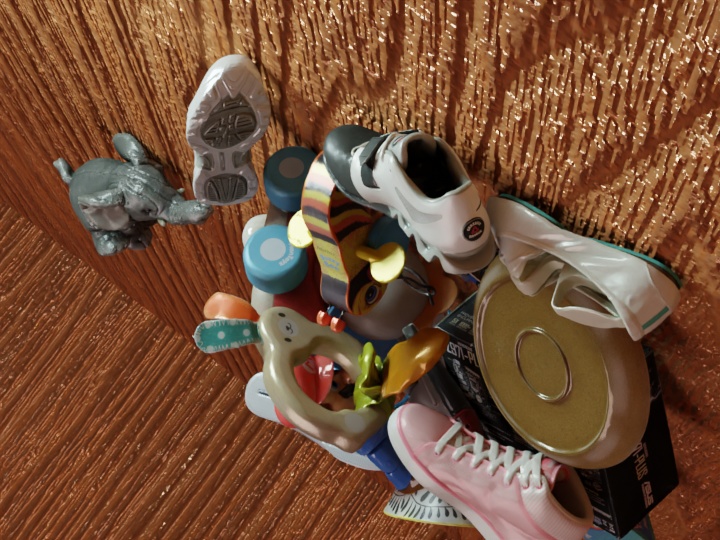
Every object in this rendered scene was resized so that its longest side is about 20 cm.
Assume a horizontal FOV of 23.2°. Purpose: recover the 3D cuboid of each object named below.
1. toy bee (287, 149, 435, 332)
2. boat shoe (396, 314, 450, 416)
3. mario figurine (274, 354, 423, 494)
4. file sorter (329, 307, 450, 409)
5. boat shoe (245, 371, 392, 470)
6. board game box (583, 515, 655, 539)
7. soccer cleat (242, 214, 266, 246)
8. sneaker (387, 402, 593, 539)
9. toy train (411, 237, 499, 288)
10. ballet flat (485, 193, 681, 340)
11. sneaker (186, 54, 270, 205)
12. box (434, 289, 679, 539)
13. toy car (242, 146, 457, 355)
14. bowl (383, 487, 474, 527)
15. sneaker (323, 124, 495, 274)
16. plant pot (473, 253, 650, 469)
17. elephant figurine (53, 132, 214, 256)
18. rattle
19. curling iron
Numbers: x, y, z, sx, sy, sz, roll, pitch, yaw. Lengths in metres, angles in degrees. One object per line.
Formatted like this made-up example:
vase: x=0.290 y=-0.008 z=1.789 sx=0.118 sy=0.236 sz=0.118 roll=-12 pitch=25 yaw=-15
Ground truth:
toy bee: x=-0.002 y=-0.004 z=1.528 sx=0.200 sy=0.109 sz=0.130 roll=48 pitch=158 yaw=-25
boat shoe: x=0.075 y=0.111 z=1.779 sx=0.072 sy=0.068 sz=0.202 roll=-103 pitch=-9 yaw=-76
mario figurine: x=0.004 y=0.134 z=1.706 sx=0.199 sy=0.107 sz=0.123 roll=37 pitch=162 yaw=-34
file sorter: x=0.043 y=0.098 z=1.913 sx=0.122 sy=0.139 sz=0.200 roll=26 pitch=164 yaw=32
boat shoe: x=-0.027 y=0.154 z=1.862 sx=0.198 sy=0.073 sz=0.071 roll=24 pitch=-175 yaw=27
board game box: x=0.217 y=0.207 z=1.828 sx=0.199 sy=0.045 sz=0.153 roll=38 pitch=-160 yaw=-19
soccer cleat: x=-0.051 y=-0.002 z=1.998 sx=0.199 sy=0.070 sz=0.077 roll=37 pitch=166 yaw=-36
sneaker: x=0.121 y=0.172 z=1.532 sx=0.200 sy=0.075 sz=0.105 roll=45 pitch=127 yaw=5
toy train: x=0.055 y=-0.043 z=1.545 sx=0.199 sy=0.034 sz=0.046 roll=38 pitch=151 yaw=2
ballet flat: x=0.154 y=-0.002 z=1.341 sx=0.199 sy=0.070 sz=0.070 roll=28 pitch=165 yaw=43
sneaker: x=-0.131 y=-0.148 z=1.628 sx=0.077 sy=0.100 sz=0.201 roll=-3 pitch=151 yaw=-13
box: x=0.177 y=0.121 z=1.582 sx=0.199 sy=0.086 sz=0.165 roll=26 pitch=144 yaw=45
toy car: x=0.000 y=0.000 z=1.713 sx=0.197 sy=0.179 sz=0.185 roll=7 pitch=148 yaw=8
bowl: x=0.125 y=0.219 z=1.880 sx=0.198 sy=0.096 sz=0.201 roll=3 pitch=177 yaw=0
sneaker: x=0.037 y=-0.085 z=1.396 sx=0.200 sy=0.074 sz=0.089 roll=38 pitch=149 yaw=41
plant pot: x=0.157 y=0.075 z=1.450 sx=0.199 sy=0.027 sz=0.202 roll=32 pitch=133 yaw=42
elephant figurine: x=-0.292 y=-0.104 z=2.245 sx=0.200 sy=0.153 sz=0.143 roll=149 pitch=112 yaw=-67
rattle: x=-0.042 y=0.057 z=1.579 sx=0.200 sy=0.130 sz=0.143 roll=43 pitch=147 yaw=6
curling iron: x=0.089 y=0.140 z=1.605 sx=0.202 sy=0.049 sz=0.026 roll=65 pitch=165 yaw=0
